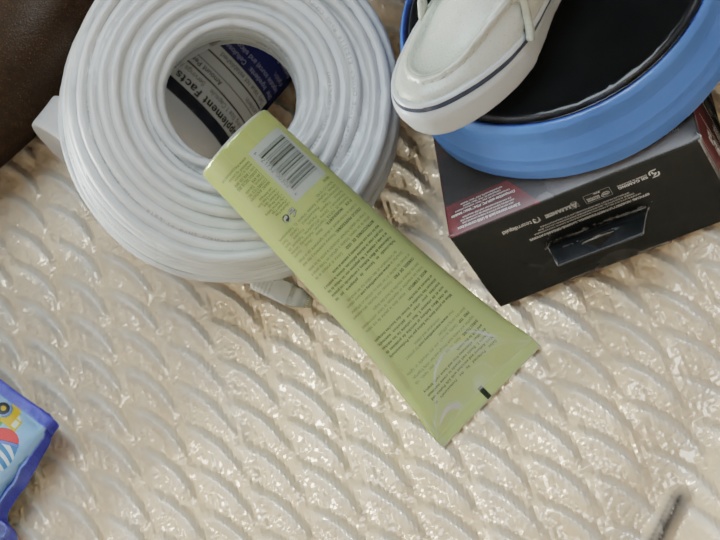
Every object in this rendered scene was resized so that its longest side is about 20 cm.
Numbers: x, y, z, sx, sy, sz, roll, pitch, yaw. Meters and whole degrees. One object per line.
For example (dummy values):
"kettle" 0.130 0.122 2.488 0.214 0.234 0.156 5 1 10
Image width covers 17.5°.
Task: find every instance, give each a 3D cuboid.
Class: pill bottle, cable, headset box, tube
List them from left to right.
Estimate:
"pill bottle" -0.103 -0.134 1.443 0.200 0.116 0.116 -50 48 -9
"cable" -0.075 -0.093 1.344 0.198 0.069 0.201 14 81 0
"tube" 0.000 0.000 1.276 0.058 0.200 0.052 -49 -4 37
"headset box" 0.118 -0.085 1.300 0.148 0.077 0.201 -21 49 17

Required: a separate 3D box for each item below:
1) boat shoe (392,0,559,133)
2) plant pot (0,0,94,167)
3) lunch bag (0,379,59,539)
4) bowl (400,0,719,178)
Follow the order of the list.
"boat shoe" 0.074 -0.169 1.211 0.074 0.086 0.202 29 75 41
"plant pot" -0.235 -0.169 1.525 0.186 0.187 0.201 29 91 41
"lunch bag" -0.278 0.115 1.410 0.199 0.094 0.151 31 79 28
"bowl" 0.111 -0.143 1.267 0.199 0.039 0.202 -16 51 20
